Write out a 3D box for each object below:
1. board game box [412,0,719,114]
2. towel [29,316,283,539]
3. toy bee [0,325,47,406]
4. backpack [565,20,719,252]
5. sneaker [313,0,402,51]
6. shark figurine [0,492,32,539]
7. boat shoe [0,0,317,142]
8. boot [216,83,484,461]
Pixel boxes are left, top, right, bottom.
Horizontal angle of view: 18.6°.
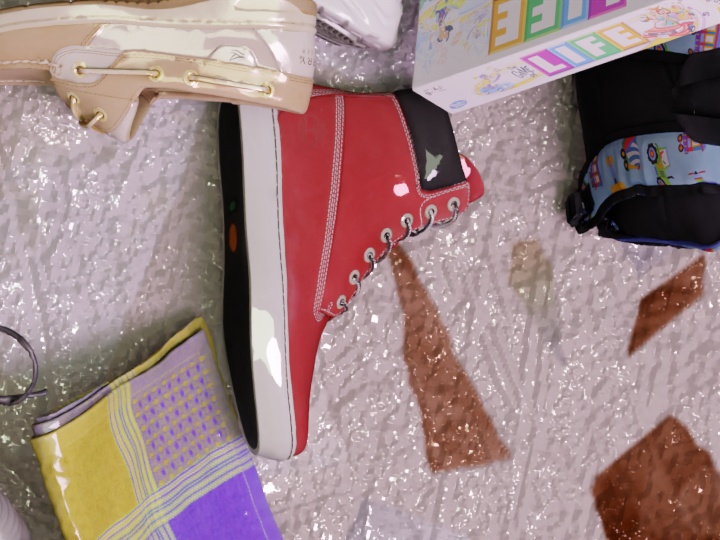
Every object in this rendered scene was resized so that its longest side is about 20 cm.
[{"bbox_3d":[0.115,-0.168,1.098,0.034,0.199,0.135,26,59,-41],"label":"board game box"},{"bbox_3d":[-0.093,0.139,1.145,0.143,0.023,0.201,-30,106,-50],"label":"towel"},{"bbox_3d":[-0.236,0.079,1.110,0.199,0.109,0.132,-7,106,10],"label":"toy bee"},{"bbox_3d":[0.192,-0.100,1.154,0.134,0.200,0.184,-6,96,-15],"label":"backpack"},{"bbox_3d":[-0.053,-0.198,1.146,0.199,0.078,0.100,29,80,-26],"label":"sneaker"},{"bbox_3d":[-0.192,0.170,1.098,0.127,0.090,0.215,9,119,-14],"label":"shark figurine"},{"bbox_3d":[-0.120,-0.099,1.108,0.199,0.074,0.070,-4,90,6],"label":"boat shoe"},{"bbox_3d":[0.000,0.000,1.170,0.143,0.072,0.201,1,87,-18],"label":"boot"}]
